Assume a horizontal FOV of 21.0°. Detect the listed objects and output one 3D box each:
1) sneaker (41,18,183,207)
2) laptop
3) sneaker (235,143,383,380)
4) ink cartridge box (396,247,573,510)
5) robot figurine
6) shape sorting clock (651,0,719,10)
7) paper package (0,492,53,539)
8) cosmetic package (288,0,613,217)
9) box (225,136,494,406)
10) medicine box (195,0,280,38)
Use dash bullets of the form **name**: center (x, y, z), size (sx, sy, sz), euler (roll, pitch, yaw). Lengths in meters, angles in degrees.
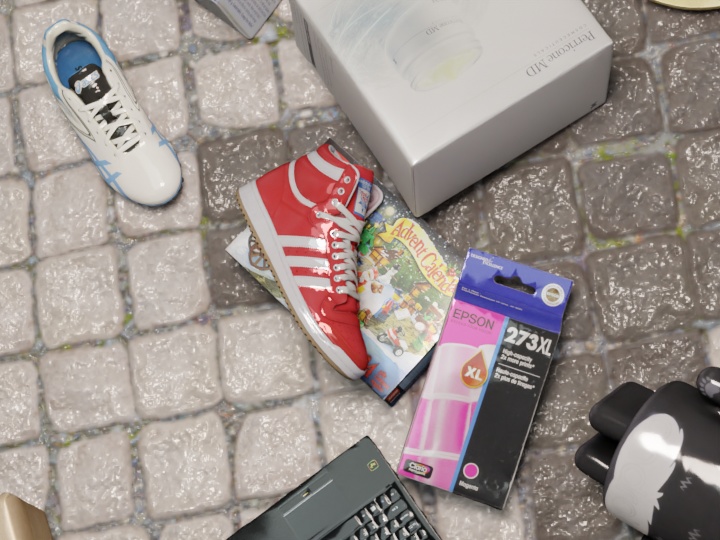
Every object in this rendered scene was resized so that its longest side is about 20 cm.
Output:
- **sneaker**: center (-0.229, -0.140, 1.750), size (0.072, 0.072, 0.200), euler (-35, 73, 1)
- **laptop**: center (-0.018, 0.257, 1.585), size (0.177, 0.103, 0.200), euler (-36, 71, 2)
- **sneaker**: center (-0.016, -0.015, 1.627), size (0.112, 0.071, 0.200), euler (-32, 70, 8)
- **ink cartridge box**: center (0.104, 0.089, 1.611), size (0.094, 0.037, 0.201), euler (18, 86, 1)
- **robot figurine**: center (0.272, 0.164, 1.526), size (0.200, 0.150, 0.125), euler (28, 70, 24)
- **shape sorting clock**: center (0.295, -0.320, 1.685), size (0.199, 0.039, 0.201), euler (-3, 75, 11)
- **paper package**: center (-0.338, 0.313, 1.648), size (0.190, 0.103, 0.200), euler (-21, 72, 8)
- **cosmetic package**: center (0.075, -0.191, 1.646), size (0.199, 0.123, 0.200), euler (-32, 73, -8)
- **box**: center (0.000, 0.000, 1.678), size (0.200, 0.038, 0.137), euler (42, 89, 19)
- **medicine box**: center (-0.120, -0.348, 1.758), size (0.182, 0.103, 0.200), euler (37, 88, 19)
